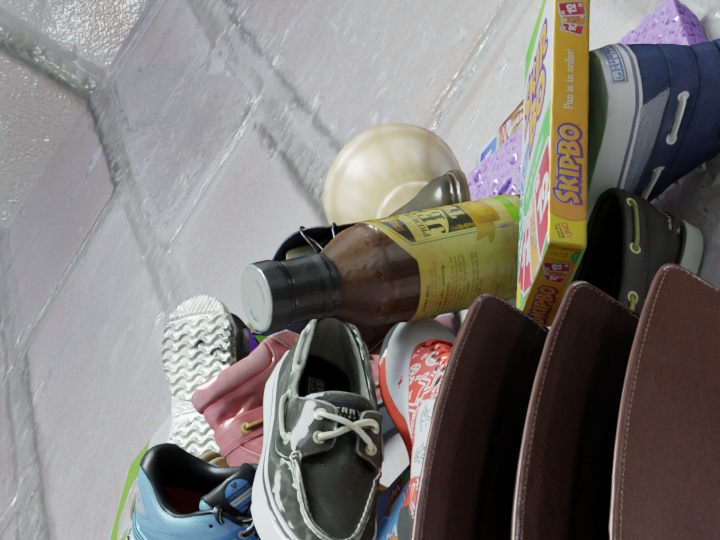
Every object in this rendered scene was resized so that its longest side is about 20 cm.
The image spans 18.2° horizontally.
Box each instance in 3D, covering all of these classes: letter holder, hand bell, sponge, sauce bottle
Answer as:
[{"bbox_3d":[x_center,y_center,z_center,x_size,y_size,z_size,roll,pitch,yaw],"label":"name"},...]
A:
[{"bbox_3d":[0.114,0.092,1.098,0.101,0.142,0.201,-41,24,45],"label":"letter holder"},{"bbox_3d":[0.045,-0.022,1.530,0.104,0.104,0.200,-56,22,10],"label":"hand bell"},{"bbox_3d":[0.143,-0.083,1.445,0.200,0.030,0.112,-43,23,22],"label":"sponge"},{"bbox_3d":[0.026,-0.001,1.322,0.065,0.199,0.065,28,124,53],"label":"sauce bottle"}]

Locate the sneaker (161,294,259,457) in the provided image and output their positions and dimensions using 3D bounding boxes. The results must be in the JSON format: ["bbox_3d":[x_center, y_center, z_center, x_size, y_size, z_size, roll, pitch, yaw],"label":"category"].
[{"bbox_3d":[-0.092,0.125,1.579,0.069,0.099,0.201,-10,61,27],"label":"sneaker"}]

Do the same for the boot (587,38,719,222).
[{"bbox_3d":[0.168,-0.058,1.338,0.200,0.090,0.073,102,158,-54],"label":"boot"}]

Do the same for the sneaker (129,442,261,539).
[{"bbox_3d":[-0.061,0.161,1.303,0.078,0.199,0.090,-41,-40,-38],"label":"sneaker"}]

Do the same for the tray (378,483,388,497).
[{"bbox_3d":[-0.030,0.197,1.398,0.037,0.098,0.200,-50,19,34],"label":"tray"}]

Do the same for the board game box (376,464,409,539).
[{"bbox_3d":[0.050,0.172,1.324,0.151,0.037,0.200,-50,19,29],"label":"board game box"}]

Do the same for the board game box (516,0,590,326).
[{"bbox_3d":[0.110,-0.079,1.278,0.096,0.030,0.201,104,174,-61],"label":"board game box"}]

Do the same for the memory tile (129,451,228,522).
[{"bbox_3d":[-0.099,0.188,1.485,0.200,0.017,0.154,-5,-65,-59],"label":"memory tile"}]

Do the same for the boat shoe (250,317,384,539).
[{"bbox_3d":[-0.021,0.098,1.285,0.200,0.070,0.064,-99,30,-53],"label":"boat shoe"}]

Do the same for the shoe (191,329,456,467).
[{"bbox_3d":[-0.011,0.069,1.426,0.200,0.091,0.071,-29,-9,-32],"label":"shoe"}]

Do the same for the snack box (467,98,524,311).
[{"bbox_3d":[0.104,-0.040,1.538,0.072,0.024,0.200,-50,20,33],"label":"snack box"}]

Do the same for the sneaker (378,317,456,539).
[{"bbox_3d":[0.063,0.069,1.267,0.202,0.067,0.108,-92,27,-52],"label":"sneaker"}]

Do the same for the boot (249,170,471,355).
[{"bbox_3d":[0.000,0.000,1.441,0.200,0.096,0.075,122,145,-52],"label":"boot"}]

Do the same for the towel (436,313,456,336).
[{"bbox_3d":[0.000,0.038,1.618,0.144,0.023,0.200,-29,24,11],"label":"towel"}]

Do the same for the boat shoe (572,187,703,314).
[{"bbox_3d":[0.133,0.047,1.255,0.072,0.060,0.202,-32,32,54],"label":"boat shoe"}]

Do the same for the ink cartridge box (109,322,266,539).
[{"bbox_3d":[-0.116,0.161,1.744,0.200,0.076,0.148,-48,21,36],"label":"ink cartridge box"}]
